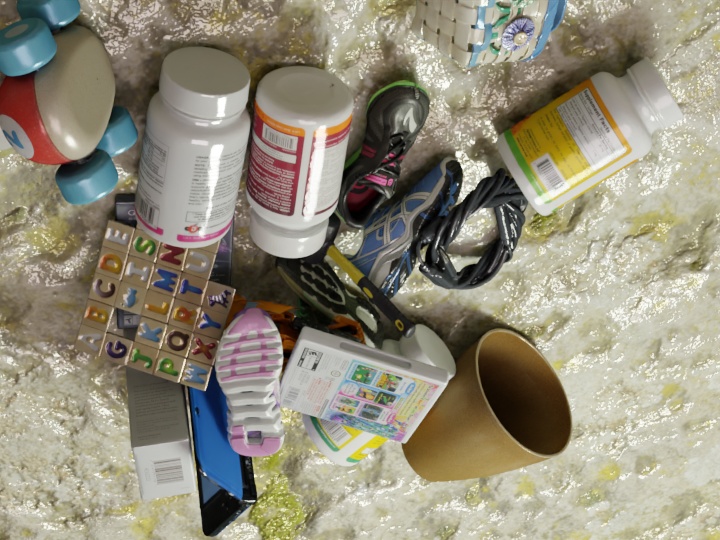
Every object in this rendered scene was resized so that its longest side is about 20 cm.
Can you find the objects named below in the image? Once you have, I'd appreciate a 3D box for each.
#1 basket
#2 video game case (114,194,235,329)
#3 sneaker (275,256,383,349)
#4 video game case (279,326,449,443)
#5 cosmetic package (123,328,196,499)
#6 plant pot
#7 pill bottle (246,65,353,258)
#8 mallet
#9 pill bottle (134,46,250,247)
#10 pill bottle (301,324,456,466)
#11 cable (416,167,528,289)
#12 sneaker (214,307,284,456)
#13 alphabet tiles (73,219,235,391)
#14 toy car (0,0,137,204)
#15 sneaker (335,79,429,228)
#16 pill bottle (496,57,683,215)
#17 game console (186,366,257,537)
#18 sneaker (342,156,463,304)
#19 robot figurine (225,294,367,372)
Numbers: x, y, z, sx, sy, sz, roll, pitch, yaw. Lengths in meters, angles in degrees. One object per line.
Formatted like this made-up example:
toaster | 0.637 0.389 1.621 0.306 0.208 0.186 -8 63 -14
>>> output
basket | 0.156 -0.304 1.402 0.199 0.139 0.177 -32 143 -34
video game case | -0.227 -0.010 1.631 0.142 0.019 0.201 -3 130 -12
sneaker | -0.055 0.053 1.700 0.088 0.077 0.200 -26 129 24
video game case | -0.004 0.143 1.630 0.181 0.024 0.200 17 149 -5
cosmetic package | -0.250 0.172 1.662 0.071 0.201 0.102 -7 132 -7
plant pot | 0.155 0.209 1.829 0.186 0.187 0.200 27 133 -32
pill bottle | -0.073 -0.120 1.512 0.109 0.110 0.201 -1 131 -13
mallet | 0.000 0.000 1.592 0.041 0.200 0.066 -13 133 -46
pill bottle | -0.182 -0.135 1.469 0.112 0.114 0.201 3 130 -16
pill bottle | 0.027 0.163 1.784 0.200 0.113 0.113 -40 128 21
cable | 0.142 -0.046 1.647 0.164 0.051 0.200 -53 152 2
sneaker | -0.131 0.124 1.618 0.080 0.089 0.201 0 122 -1
alphabet tiles | -0.234 0.027 1.576 0.166 0.008 0.201 18 105 -2
toy car | -0.361 -0.166 1.372 0.199 0.177 0.185 -13 123 14
sneaker | 0.029 -0.130 1.546 0.076 0.084 0.201 10 128 -22
pill bottle | 0.269 -0.160 1.561 0.199 0.111 0.111 -32 131 14
game console | -0.203 0.208 1.682 0.118 0.201 0.171 15 138 -32
sneaker | 0.049 -0.058 1.619 0.200 0.077 0.076 -54 157 7
robot figurine | -0.074 0.087 1.659 0.199 0.059 0.145 11 151 16
